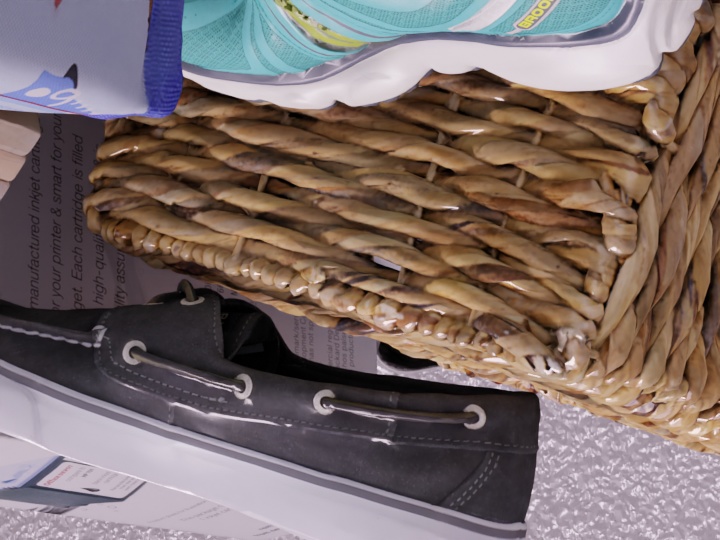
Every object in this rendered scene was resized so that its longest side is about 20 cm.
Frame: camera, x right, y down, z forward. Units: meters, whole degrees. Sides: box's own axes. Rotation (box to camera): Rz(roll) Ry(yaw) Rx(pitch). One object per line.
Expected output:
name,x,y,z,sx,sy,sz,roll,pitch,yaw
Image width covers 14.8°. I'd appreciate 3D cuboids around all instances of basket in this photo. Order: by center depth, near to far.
basket,0.046,-0.040,0.818,0.200,0.143,0.149,16,176,40

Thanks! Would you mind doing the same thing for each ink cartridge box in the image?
ink cartridge box,-0.097,0.003,0.935,0.200,0.147,0.086,11,156,-31

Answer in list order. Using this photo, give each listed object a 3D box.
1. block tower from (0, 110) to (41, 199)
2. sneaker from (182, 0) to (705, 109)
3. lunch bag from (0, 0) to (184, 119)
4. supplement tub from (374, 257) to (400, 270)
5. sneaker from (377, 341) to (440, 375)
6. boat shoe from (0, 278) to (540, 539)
block tower,-0.110,-0.070,0.774,0.054,0.200,0.058,17,-144,-30
sneaker,0.000,-0.090,0.717,0.080,0.078,0.200,21,165,-40
lunch bag,-0.154,-0.106,0.576,0.200,0.124,0.170,10,178,39
supplement tub,0.115,-0.027,0.937,0.200,0.145,0.145,19,-177,15
sneaker,0.000,0.000,1.061,0.200,0.082,0.075,3,149,30
boat shoe,-0.039,0.035,0.802,0.200,0.057,0.069,18,-175,21
